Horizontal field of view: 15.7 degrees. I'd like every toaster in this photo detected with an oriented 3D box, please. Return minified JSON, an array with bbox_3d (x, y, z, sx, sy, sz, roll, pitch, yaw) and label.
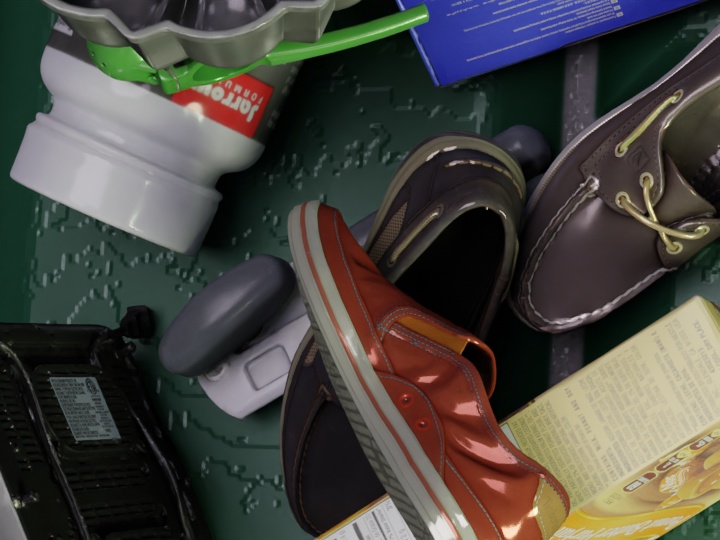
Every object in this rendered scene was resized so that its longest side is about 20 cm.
[{"bbox_3d":[-0.150,0.118,1.170,0.118,0.200,0.181,-27,79,20],"label":"toaster"}]

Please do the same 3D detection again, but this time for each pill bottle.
[{"bbox_3d":[-0.079,-0.116,1.212,0.114,0.114,0.201,24,91,26],"label":"pill bottle"}]

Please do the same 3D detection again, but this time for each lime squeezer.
[{"bbox_3d":[-0.074,-0.108,1.143,0.199,0.038,0.071,16,59,6],"label":"lime squeezer"}]

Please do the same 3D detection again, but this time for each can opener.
[{"bbox_3d":[0.000,0.000,1.181,0.200,0.067,0.053,-32,70,16],"label":"can opener"}]

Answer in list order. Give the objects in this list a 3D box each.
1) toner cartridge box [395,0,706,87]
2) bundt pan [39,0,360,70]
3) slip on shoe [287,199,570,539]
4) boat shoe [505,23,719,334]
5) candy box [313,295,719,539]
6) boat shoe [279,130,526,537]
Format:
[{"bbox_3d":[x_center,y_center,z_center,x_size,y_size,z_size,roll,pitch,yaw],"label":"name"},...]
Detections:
[{"bbox_3d":[0.108,-0.157,1.148,0.199,0.043,0.095,-16,118,20],"label":"toner cartridge box"},{"bbox_3d":[-0.066,-0.172,1.102,0.201,0.076,0.203,-1,70,3],"label":"bundt pan"},{"bbox_3d":[0.023,0.044,1.049,0.061,0.074,0.200,-26,49,-7],"label":"slip on shoe"},{"bbox_3d":[0.139,-0.044,1.120,0.200,0.060,0.072,-43,103,10],"label":"boat shoe"},{"bbox_3d":[0.088,0.092,1.099,0.200,0.115,0.055,-35,68,15],"label":"candy box"},{"bbox_3d":[0.014,0.037,1.137,0.074,0.073,0.201,17,110,-8],"label":"boat shoe"}]
